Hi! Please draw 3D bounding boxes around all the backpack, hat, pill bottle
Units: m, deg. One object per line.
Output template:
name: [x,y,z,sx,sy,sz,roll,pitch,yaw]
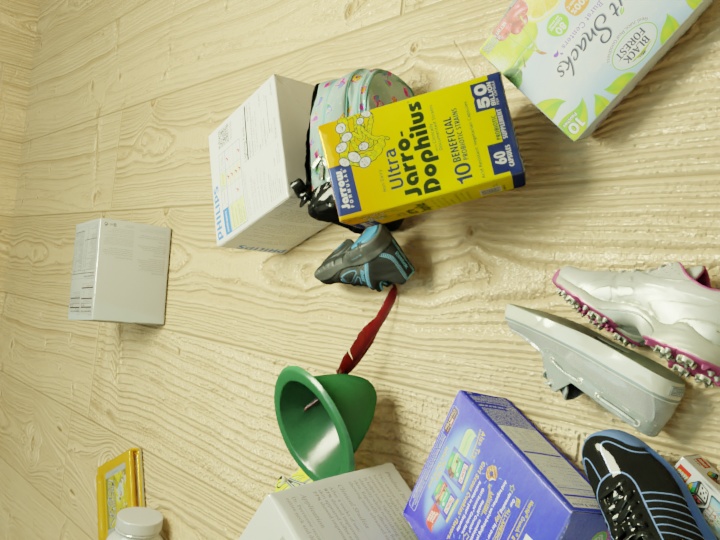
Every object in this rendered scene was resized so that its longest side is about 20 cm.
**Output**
backpack: [0.003,-0.158,0.988,0.126,0.167,0.201,-7,75,31]
hat: [0.003,0.165,0.993,0.166,0.176,0.200,48,142,26]
pill bottle: [-0.426,0.552,1.412,0.112,0.112,0.201,14,94,51]

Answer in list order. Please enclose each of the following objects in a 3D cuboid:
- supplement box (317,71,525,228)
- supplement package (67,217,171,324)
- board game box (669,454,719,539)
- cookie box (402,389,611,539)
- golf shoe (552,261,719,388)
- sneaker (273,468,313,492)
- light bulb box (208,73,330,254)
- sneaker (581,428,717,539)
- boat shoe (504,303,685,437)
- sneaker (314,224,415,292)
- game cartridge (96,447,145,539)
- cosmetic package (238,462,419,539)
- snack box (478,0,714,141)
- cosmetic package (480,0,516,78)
supplement box: [0.070,-0.125,0.828,0.199,0.110,0.109,-15,86,12]
supplement package: [-0.496,0.007,1.559,0.150,0.151,0.201,-4,81,51]
board game box: [0.307,0.267,0.616,0.200,0.035,0.126,50,123,43]
cookie box: [0.143,0.249,0.768,0.200,0.075,0.172,47,120,56]
golf shoe: [0.266,0.028,0.693,0.092,0.075,0.200,-55,40,-1]
sneaker: [-0.063,0.303,1.039,0.200,0.075,0.077,-27,53,39]
light bulb box: [-0.125,-0.152,1.149,0.200,0.125,0.199,-27,64,46]
sneaker: [0.237,0.214,0.621,0.070,0.078,0.200,-58,44,27]
boat shoe: [0.210,0.094,0.737,0.201,0.070,0.072,31,104,46]
sneaker: [0.000,0.000,1.007,0.073,0.082,0.200,-48,10,-20]
game cartridge: [-0.505,0.480,1.587,0.200,0.032,0.177,-32,60,42]
cosmetic package: [-0.023,0.349,0.864,0.167,0.200,0.167,51,123,33]
snack box: [0.233,-0.248,0.736,0.142,0.053,0.200,46,121,13]
cosmetic package: [0.216,-0.295,0.812,0.200,0.051,0.083,-59,45,27]
